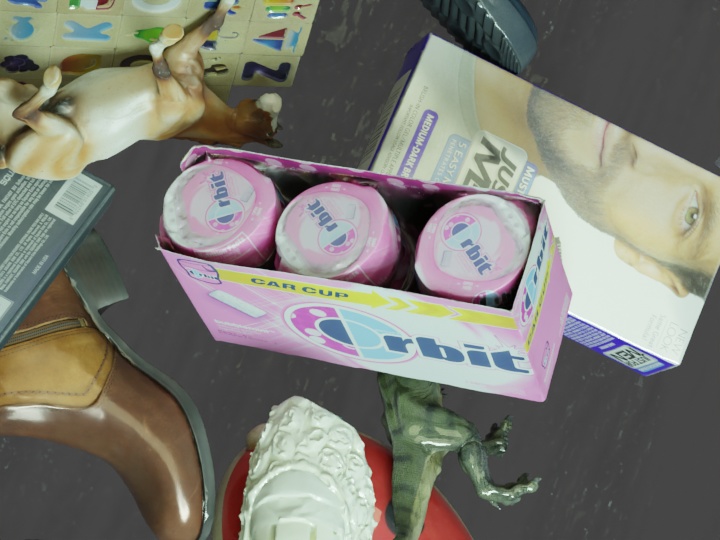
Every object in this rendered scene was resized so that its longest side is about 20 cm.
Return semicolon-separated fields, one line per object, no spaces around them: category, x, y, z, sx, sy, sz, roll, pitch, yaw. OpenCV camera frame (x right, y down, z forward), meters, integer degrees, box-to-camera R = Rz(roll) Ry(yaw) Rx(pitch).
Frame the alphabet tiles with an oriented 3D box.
alphabet tiles;-0.125;-0.125;1.298;0.199;0.167;0.006;1;64;-11

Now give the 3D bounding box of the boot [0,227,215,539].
boot;-0.187;0.083;1.272;0.199;0.068;0.189;-22;87;-35

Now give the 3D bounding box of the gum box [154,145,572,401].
gum box;0.000;0.000;1.292;0.199;0.114;0.066;10;68;17

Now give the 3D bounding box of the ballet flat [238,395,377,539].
ballet flat;-0.032;0.164;1.258;0.071;0.072;0.201;6;87;-10

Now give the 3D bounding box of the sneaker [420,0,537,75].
sneaker;0.048;-0.202;1.376;0.082;0.070;0.200;-35;82;-16

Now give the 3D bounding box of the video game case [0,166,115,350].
video game case;-0.244;-0.044;1.288;0.199;0.019;0.143;29;48;4

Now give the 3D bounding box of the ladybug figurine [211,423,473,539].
ladybug figurine;0.000;0.166;1.331;0.136;0.072;0.200;-38;91;-12

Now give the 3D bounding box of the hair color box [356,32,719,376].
hair color box;0.099;-0.034;1.379;0.199;0.065;0.110;25;78;-8

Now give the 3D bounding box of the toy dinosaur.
toy dinosaur;0.045;0.090;1.336;0.088;0.048;0.201;23;39;-21

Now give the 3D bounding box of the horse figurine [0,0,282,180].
horse figurine;-0.133;-0.086;1.286;0.199;0.133;0.050;-18;68;-14

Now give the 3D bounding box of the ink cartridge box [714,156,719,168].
ink cartridge box;0.304;-0.073;1.390;0.200;0.129;0.125;-45;93;-12
